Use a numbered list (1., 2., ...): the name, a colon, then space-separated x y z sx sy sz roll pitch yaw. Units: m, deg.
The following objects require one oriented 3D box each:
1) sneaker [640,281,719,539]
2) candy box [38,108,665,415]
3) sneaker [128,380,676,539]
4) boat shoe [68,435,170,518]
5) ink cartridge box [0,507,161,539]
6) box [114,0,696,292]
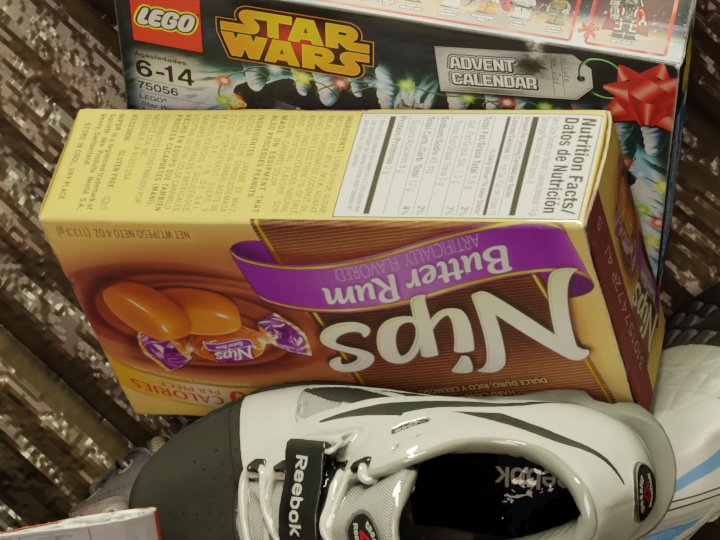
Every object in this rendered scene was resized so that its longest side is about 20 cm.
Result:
1. sneaker: 0.123 0.060 1.043 0.199 0.072 0.073 -27 132 3
2. candy box: 0.000 0.000 1.012 0.199 0.117 0.057 2 51 19
3. sneaker: 0.001 0.077 0.978 0.199 0.088 0.075 -9 94 20
4. boat shoe: -0.069 0.094 1.074 0.199 0.072 0.065 -11 83 12
5. ink cartridge box: -0.169 0.090 0.991 0.198 0.109 0.051 -7 67 -4
6. box: 0.015 -0.056 1.015 0.199 0.040 0.137 10 142 9
